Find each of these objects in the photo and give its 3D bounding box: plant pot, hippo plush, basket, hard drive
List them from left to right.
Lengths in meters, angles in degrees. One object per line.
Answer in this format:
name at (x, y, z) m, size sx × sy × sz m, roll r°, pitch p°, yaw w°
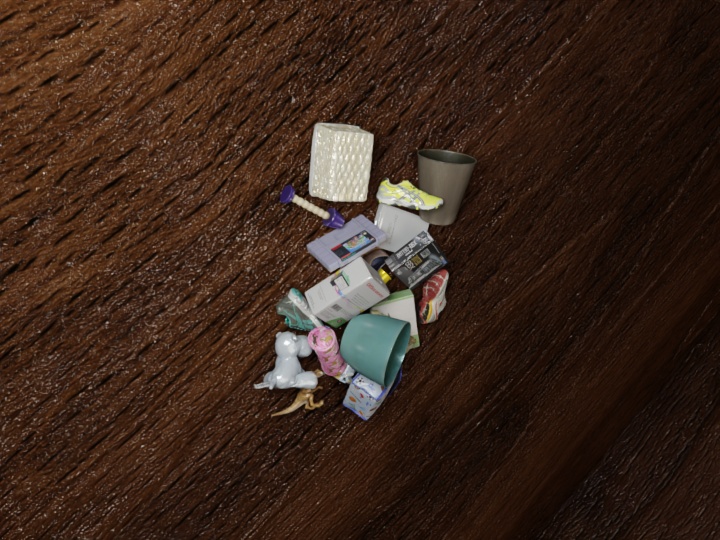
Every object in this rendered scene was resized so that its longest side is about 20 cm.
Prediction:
hippo plush at (-0.221, 0.262, 1.602) m, size 0.199 × 0.159 × 0.162 m, roll 10°, pitch 76°, yaw -43°
basket at (-0.050, -0.287, 1.479) m, size 0.135 × 0.123 × 0.201 m, roll -4°, pitch 112°, yaw -31°
plant pot at (0.037, 0.217, 1.599) m, size 0.201 × 0.160 × 0.201 m, roll -55°, pitch 157°, yaw -39°
hard drive at (0.123, -0.120, 1.709) m, size 0.199 × 0.027 × 0.133 m, roll 14°, pitch 91°, yaw -36°
basket at (0.250, -0.252, 1.681) m, size 0.136 × 0.179 × 0.201 m, roll -56°, pitch 154°, yaw -59°

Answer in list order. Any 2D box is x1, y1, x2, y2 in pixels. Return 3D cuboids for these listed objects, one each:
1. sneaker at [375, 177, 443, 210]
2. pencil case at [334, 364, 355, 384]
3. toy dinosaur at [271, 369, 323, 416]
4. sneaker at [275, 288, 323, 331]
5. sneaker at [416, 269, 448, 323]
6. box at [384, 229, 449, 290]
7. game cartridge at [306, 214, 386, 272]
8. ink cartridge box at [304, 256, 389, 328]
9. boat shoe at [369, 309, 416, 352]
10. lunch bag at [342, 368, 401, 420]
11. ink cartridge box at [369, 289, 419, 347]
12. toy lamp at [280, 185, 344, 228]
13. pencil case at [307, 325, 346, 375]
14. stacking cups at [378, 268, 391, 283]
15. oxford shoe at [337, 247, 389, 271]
sneaker at (0.147, -0.224, 1.614) m, size 0.198 × 0.075 × 0.077 m, roll 9°, pitch 103°, yaw 3°
pencil case at (-0.023, 0.257, 1.737) m, size 0.083 × 0.091 × 0.201 m, roll 27°, pitch 91°, yaw -1°
toy dinosaur at (-0.179, 0.402, 1.725) m, size 0.106 × 0.060 × 0.200 m, roll 42°, pitch 77°, yaw -13°
sneaker at (-0.176, 0.142, 1.613) m, size 0.091 × 0.078 × 0.200 m, roll -34°, pitch 122°, yaw 2°
sneaker at (0.254, 0.086, 1.868) m, size 0.082 × 0.078 × 0.201 m, roll 2°, pitch 117°, yaw -38°
box at (0.179, -0.029, 1.707) m, size 0.157 × 0.050 × 0.200 m, roll -37°, pitch 151°, yaw 6°
game cartridge at (-0.038, -0.081, 1.565) m, size 0.199 × 0.130 × 0.039 m, roll -31°, pitch 133°, yaw -20°
ink cartridge box at (-0.036, 0.066, 1.586) m, size 0.199 × 0.084 × 0.145 m, roll -33°, pitch 148°, yaw 11°
boat shoe at (0.102, 0.182, 1.735) m, size 0.063 × 0.073 × 0.200 m, roll -42°, pitch 122°, yaw -1°
lunch bag at (0.052, 0.355, 1.760) m, size 0.200 × 0.123 × 0.170 m, roll -48°, pitch 167°, yaw -38°
ink cartridge box at (0.112, 0.172, 1.794) m, size 0.144 × 0.048 × 0.201 m, roll -14°, pitch 119°, yaw -8°
toy lamp at (-0.127, -0.171, 1.518) m, size 0.199 × 0.058 × 0.058 m, roll 27°, pitch 93°, yaw -38°
pencil case at (-0.096, 0.241, 1.618) m, size 0.200 × 0.082 × 0.087 m, roll 73°, pitch 21°, yaw -54°
stacking cups at (0.010, 0.081, 1.711) m, size 0.200 × 0.060 × 0.061 m, roll -49°, pitch 127°, yaw -4°
oxford shoe at (0.000, 0.000, 1.658) m, size 0.200 × 0.073 × 0.072 m, roll -40°, pitch 125°, yaw -13°
